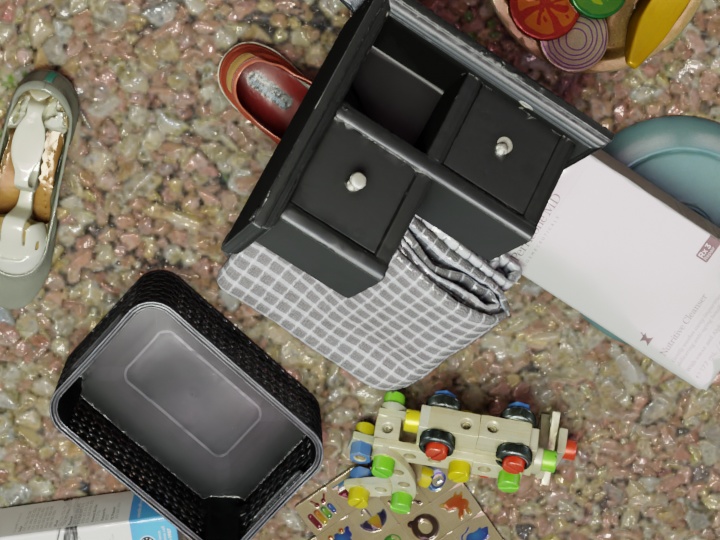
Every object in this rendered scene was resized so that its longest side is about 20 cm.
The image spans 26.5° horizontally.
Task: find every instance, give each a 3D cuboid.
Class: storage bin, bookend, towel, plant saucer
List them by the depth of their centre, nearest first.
[{"bbox_3d":[0.040,-0.056,1.068,0.198,0.092,0.201,32,72,-10],"label":"bookend"},{"bbox_3d":[0.000,0.000,1.185,0.199,0.086,0.165,34,144,-12],"label":"towel"},{"bbox_3d":[-0.139,0.115,1.250,0.200,0.094,0.135,42,99,-12],"label":"storage bin"},{"bbox_3d":[0.260,-0.026,1.268,0.198,0.027,0.202,-1,105,-3],"label":"plant saucer"}]

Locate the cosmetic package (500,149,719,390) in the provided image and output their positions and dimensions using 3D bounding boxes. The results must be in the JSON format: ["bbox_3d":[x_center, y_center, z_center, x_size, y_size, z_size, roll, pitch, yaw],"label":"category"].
[{"bbox_3d":[0.216,-0.010,1.212,0.199,0.081,0.113,30,105,-7],"label":"cosmetic package"}]

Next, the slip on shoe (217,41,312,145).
[{"bbox_3d":[-0.028,-0.107,1.211,0.199,0.061,0.074,36,99,-13],"label":"slip on shoe"}]

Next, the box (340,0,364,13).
[{"bbox_3d":[0.024,-0.302,1.137,0.148,0.107,0.200,42,99,-12],"label":"box"}]

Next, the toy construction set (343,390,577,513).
[{"bbox_3d":[0.086,0.151,1.259,0.198,0.093,0.132,-3,145,-5],"label":"toy construction set"}]

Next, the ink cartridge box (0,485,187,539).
[{"bbox_3d":[-0.245,0.258,1.294,0.198,0.068,0.117,-7,106,-2],"label":"ink cartridge box"}]

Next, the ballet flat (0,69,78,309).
[{"bbox_3d":[-0.269,-0.059,1.208,0.067,0.064,0.202,13,104,-7],"label":"ballet flat"}]

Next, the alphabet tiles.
[{"bbox_3d":[0.039,0.255,1.343,0.166,0.006,0.201,-35,104,6],"label":"alphabet tiles"}]

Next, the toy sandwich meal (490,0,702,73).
[{"bbox_3d":[0.192,-0.249,1.180,0.203,0.070,0.207,-1,105,-3],"label":"toy sandwich meal"}]
